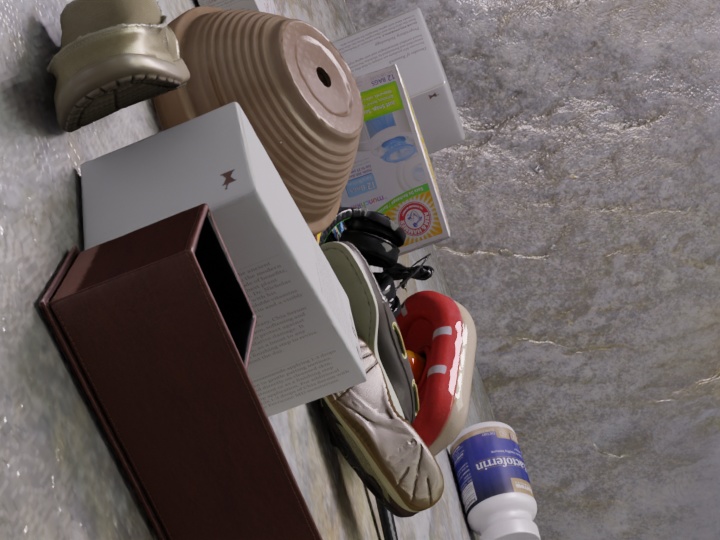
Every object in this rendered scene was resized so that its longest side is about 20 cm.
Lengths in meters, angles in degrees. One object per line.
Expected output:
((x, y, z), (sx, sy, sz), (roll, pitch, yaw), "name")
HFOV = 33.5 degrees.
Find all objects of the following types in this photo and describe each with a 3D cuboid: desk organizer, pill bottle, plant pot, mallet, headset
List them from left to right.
((-0.077, 0.077, 0.606), (0.072, 0.076, 0.202), (-90, 160, -69), "desk organizer")
((-0.061, -0.128, 0.930), (0.200, 0.092, 0.203), (40, 34, -35), "plant pot")
((0.000, 0.000, 1.206), (0.198, 0.093, 0.126), (1, 95, -47), "headset")
((0.018, 0.193, 1.186), (0.066, 0.041, 0.203), (31, 44, -73), "mallet")
((0.217, 0.354, 1.916), (0.116, 0.114, 0.202), (61, 12, -50), "pill bottle")

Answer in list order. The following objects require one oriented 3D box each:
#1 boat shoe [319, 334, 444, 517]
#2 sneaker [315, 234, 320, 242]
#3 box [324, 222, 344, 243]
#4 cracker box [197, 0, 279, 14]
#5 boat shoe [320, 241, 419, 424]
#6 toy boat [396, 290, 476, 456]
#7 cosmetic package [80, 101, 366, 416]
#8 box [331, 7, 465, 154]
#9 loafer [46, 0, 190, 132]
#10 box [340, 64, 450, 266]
((-0.004, 0.133, 1.070), (0.202, 0.073, 0.065), (59, -40, 15), "boat shoe")
((-0.074, -0.075, 1.053), (0.090, 0.074, 0.202), (58, 23, -49), "sneaker")
((-0.062, -0.095, 1.271), (0.202, 0.045, 0.160), (-101, 169, -48), "box")
((-0.131, -0.288, 1.213), (0.135, 0.057, 0.201), (-101, 169, -49), "cracker box")
((0.004, 0.065, 1.125), (0.060, 0.071, 0.204), (-33, 112, -57), "boat shoe")
((0.049, 0.109, 1.341), (0.129, 0.131, 0.202), (26, 48, -16), "toy boat")
((-0.076, 0.006, 0.712), (0.201, 0.100, 0.072), (63, 10, -51), "cosmetic package")
((0.057, -0.307, 2.098), (0.199, 0.197, 0.173), (57, 13, -62), "box")
((-0.143, -0.126, 0.683), (0.200, 0.075, 0.069), (-120, -173, -79), "loafer")
((0.023, -0.117, 1.359), (0.101, 0.111, 0.203), (-43, 116, -84), "box")
